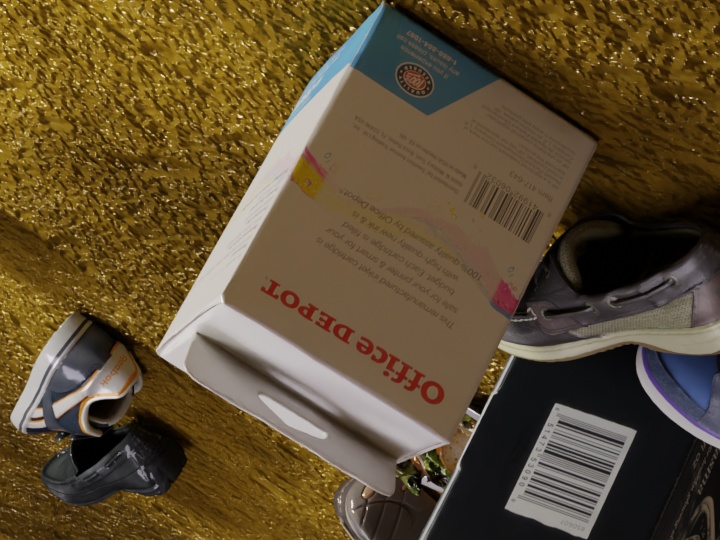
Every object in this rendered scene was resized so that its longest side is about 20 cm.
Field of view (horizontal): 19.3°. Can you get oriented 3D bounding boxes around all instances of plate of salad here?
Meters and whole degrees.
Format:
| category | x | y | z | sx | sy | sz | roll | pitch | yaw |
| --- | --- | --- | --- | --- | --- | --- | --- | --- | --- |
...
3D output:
| category | x | y | z | sx | sy | sz | roll | pitch | yaw |
| --- | --- | --- | --- | --- | --- | --- | --- | --- | --- |
| plate of salad | 0.036 | 0.121 | 1.472 | 0.200 | 0.048 | 0.200 | 24 | 159 | 10 |

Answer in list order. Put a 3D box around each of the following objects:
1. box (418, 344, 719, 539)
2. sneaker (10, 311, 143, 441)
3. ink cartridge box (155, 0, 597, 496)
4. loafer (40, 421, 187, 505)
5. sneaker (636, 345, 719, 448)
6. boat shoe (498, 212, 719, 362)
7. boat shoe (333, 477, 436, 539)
| category | x | y | z | sx | sy | sz | roll | pitch | yaw |
| --- | --- | --- | --- | --- | --- | --- | --- | --- | --- |
| box | 0.135 | 0.150 | 1.202 | 0.124 | 0.200 | 0.197 | 18 | 156 | 24 |
| sneaker | -0.229 | 0.102 | 1.714 | 0.079 | 0.078 | 0.200 | 36 | 157 | -2 |
| ink cartridge box | 0.000 | 0.000 | 1.032 | 0.128 | 0.200 | 0.125 | 33 | 158 | -10 |
| loafer | -0.229 | 0.164 | 1.877 | 0.070 | 0.068 | 0.200 | 47 | 148 | -21 |
| sneaker | 0.230 | 0.039 | 1.019 | 0.200 | 0.081 | 0.147 | 25 | 150 | 20 |
| boat shoe | 0.125 | 0.002 | 1.076 | 0.200 | 0.073 | 0.065 | -6 | 129 | 51 |
| boat shoe | 0.058 | 0.222 | 1.656 | 0.200 | 0.075 | 0.073 | 46 | 164 | -19 |
